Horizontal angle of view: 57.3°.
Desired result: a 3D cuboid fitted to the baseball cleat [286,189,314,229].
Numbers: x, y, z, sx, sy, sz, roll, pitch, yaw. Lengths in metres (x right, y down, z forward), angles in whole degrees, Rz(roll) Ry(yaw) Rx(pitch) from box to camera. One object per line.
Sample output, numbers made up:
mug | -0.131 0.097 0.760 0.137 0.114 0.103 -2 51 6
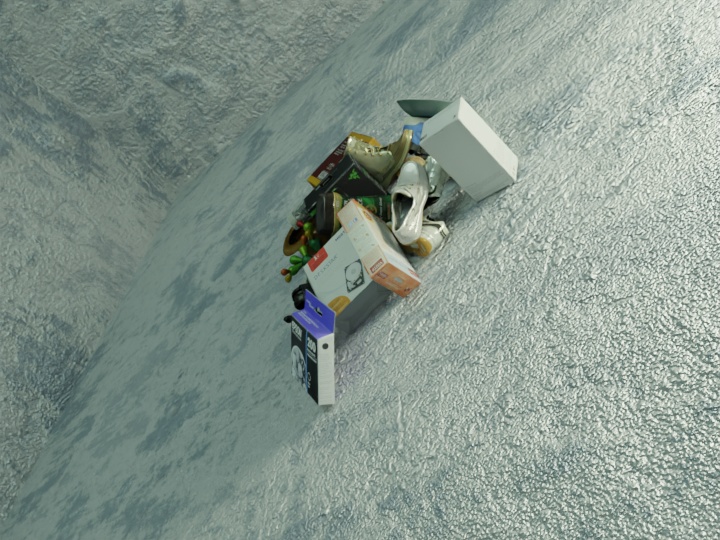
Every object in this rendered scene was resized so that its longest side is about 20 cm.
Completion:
baseball cleat | -0.142 -0.160 1.811 0.107 0.070 0.200 -49 8 -21

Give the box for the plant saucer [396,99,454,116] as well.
plant saucer | 0.193 -0.426 1.759 0.201 0.199 0.039 -155 67 -63

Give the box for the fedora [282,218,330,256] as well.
fedora | -0.140 -0.108 1.928 0.200 0.082 0.202 -37 29 24

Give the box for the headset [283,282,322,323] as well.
headset | -0.141 0.101 1.604 0.093 0.125 0.200 -11 -7 -9

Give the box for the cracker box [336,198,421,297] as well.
cracker box | 0.038 -0.048 1.426 0.058 0.134 0.201 -41 51 16

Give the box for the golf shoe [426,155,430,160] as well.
golf shoe | 0.223 -0.249 1.553 0.199 0.077 0.089 -23 43 44

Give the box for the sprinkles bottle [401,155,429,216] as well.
sprinkles bottle | 0.136 -0.207 1.640 0.068 0.068 0.201 -35 29 27

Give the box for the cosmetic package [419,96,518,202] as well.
cosmetic package | 0.230 -0.252 1.396 0.112 0.200 0.082 -25 34 38

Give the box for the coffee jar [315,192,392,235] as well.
coffee jar | -0.011 -0.135 1.610 0.085 0.197 0.106 146 124 -75

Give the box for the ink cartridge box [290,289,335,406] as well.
ink cartridge box | -0.106 0.161 1.426 0.198 0.043 0.203 -152 62 -64

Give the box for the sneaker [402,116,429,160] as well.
sneaker | 0.196 -0.342 1.730 0.198 0.076 0.113 11 95 32

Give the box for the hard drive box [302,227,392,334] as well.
hard drive box | -0.030 0.019 1.520 0.156 0.077 0.201 -45 43 13

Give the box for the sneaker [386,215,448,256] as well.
sneaker | 0.130 -0.085 1.502 0.087 0.076 0.200 -38 27 -14

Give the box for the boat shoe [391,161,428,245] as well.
boat shoe | 0.100 -0.158 1.420 0.070 0.069 0.202 -13 60 33

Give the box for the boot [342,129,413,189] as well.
boot | 0.039 -0.309 1.699 0.201 0.153 0.073 -57 9 49

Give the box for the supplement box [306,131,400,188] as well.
supplement box | -0.021 -0.272 1.889 0.200 0.133 0.197 -46 25 -2

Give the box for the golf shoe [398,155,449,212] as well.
golf shoe | 0.169 -0.194 1.481 0.200 0.078 0.097 -49 41 6

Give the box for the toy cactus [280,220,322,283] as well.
toy cactus | -0.127 -0.029 1.762 0.163 0.102 0.203 7 86 30

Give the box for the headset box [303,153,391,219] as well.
headset box | -0.025 -0.174 1.699 0.174 0.200 0.093 -43 26 11
